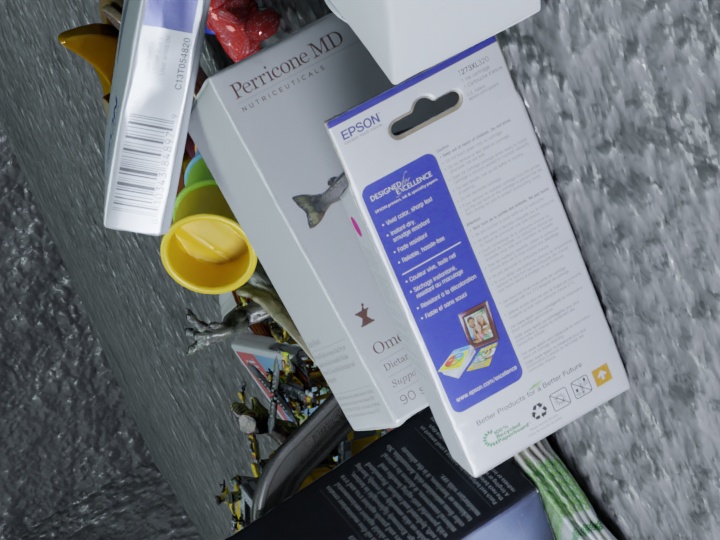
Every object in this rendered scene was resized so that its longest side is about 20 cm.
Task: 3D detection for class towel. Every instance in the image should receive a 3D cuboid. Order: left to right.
[{"bbox_3d":[0.136,0.172,1.161,0.200,0.031,0.149,54,168,22],"label":"towel"}]

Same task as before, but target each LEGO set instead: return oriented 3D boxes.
[{"bbox_3d":[-0.058,0.110,1.306,0.154,0.115,0.201,-129,35,-48],"label":"LEGO set"}]

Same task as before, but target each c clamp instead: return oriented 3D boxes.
[{"bbox_3d":[0.006,0.140,1.249,0.027,0.200,0.171,21,135,36],"label":"c clamp"}]

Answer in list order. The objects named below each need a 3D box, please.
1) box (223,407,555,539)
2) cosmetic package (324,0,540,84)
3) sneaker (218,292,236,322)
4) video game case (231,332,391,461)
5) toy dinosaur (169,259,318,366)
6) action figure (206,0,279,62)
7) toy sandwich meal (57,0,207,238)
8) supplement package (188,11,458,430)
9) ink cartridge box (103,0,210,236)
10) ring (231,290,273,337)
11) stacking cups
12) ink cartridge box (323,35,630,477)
[{"bbox_3d":[0.026,0.225,1.185,0.123,0.198,0.200,44,162,50],"label":"box"},{"bbox_3d":[0.012,-0.182,0.751,0.113,0.081,0.200,55,167,27],"label":"cosmetic package"},{"bbox_3d":[-0.086,-0.032,1.527,0.201,0.075,0.116,125,125,-67],"label":"sneaker"},{"bbox_3d":[-0.005,0.113,1.425,0.200,0.017,0.143,8,137,55],"label":"video game case"},{"bbox_3d":[-0.072,0.015,1.209,0.200,0.088,0.048,-116,25,-56],"label":"toy dinosaur"},{"bbox_3d":[-0.096,-0.175,1.268,0.066,0.052,0.200,62,169,-25],"label":"action figure"},{"bbox_3d":[-0.150,-0.106,1.393,0.205,0.070,0.205,51,167,17],"label":"toy sandwich meal"},{"bbox_3d":[0.007,-0.030,1.013,0.200,0.117,0.117,61,168,0],"label":"supplement package"},{"bbox_3d":[-0.113,-0.148,1.074,0.200,0.040,0.200,-105,26,-66],"label":"ink cartridge box"},{"bbox_3d":[-0.027,0.062,1.424,0.200,0.019,0.201,35,155,19],"label":"ring"},{"bbox_3d":[-0.089,-0.066,1.235,0.200,0.060,0.061,-87,-19,-55],"label":"stacking cups"},{"bbox_3d":[0.055,-0.007,0.921,0.037,0.094,0.201,37,153,63],"label":"ink cartridge box"}]
